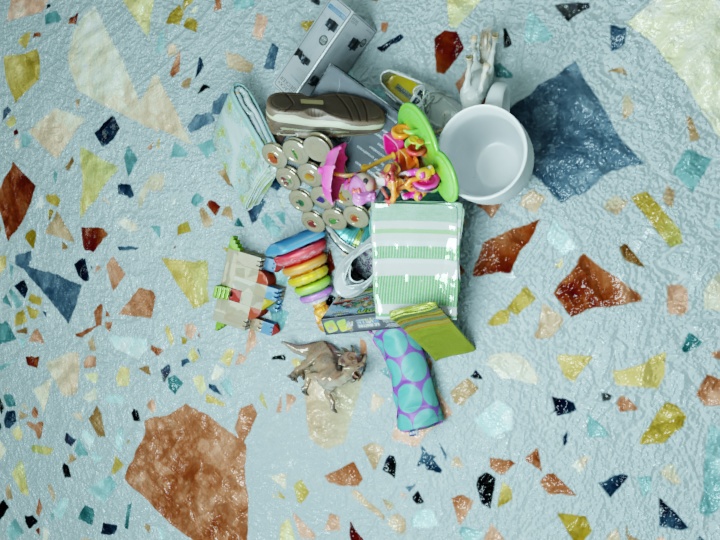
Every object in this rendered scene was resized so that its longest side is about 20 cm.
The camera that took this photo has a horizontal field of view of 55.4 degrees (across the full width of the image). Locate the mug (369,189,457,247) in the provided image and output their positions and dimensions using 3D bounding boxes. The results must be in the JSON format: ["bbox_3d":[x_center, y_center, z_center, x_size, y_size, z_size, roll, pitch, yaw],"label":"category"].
[{"bbox_3d":[0.108,-0.068,1.222,0.150,0.114,0.187,17,130,30],"label":"mug"}]

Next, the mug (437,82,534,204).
[{"bbox_3d":[0.221,-0.209,1.141,0.145,0.175,0.204,9,93,21],"label":"mug"}]

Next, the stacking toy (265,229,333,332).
[{"bbox_3d":[-0.095,0.026,1.336,0.116,0.109,0.203,-4,107,65],"label":"stacking toy"}]

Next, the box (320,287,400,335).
[{"bbox_3d":[0.036,0.068,1.261,0.197,0.110,0.035,-8,113,24],"label":"box"}]

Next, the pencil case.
[{"bbox_3d":[0.084,0.195,1.253,0.091,0.085,0.203,-16,82,9],"label":"pencil case"}]

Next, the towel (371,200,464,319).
[{"bbox_3d":[0.093,-0.014,1.130,0.150,0.023,0.203,0,109,3],"label":"towel"}]

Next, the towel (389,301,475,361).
[{"bbox_3d":[0.127,0.109,1.180,0.085,0.200,0.018,-13,57,24],"label":"towel"}]

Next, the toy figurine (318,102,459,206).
[{"bbox_3d":[0.029,-0.150,1.080,0.182,0.151,0.201,-22,49,-13],"label":"toy figurine"}]

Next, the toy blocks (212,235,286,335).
[{"bbox_3d":[-0.216,0.045,1.398,0.135,0.100,0.203,15,97,12],"label":"toy blocks"}]

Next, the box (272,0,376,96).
[{"bbox_3d":[-0.068,-0.406,1.309,0.060,0.116,0.201,43,107,18],"label":"box"}]

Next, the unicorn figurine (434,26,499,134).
[{"bbox_3d":[0.190,-0.315,1.169,0.073,0.138,0.200,30,58,20],"label":"unicorn figurine"}]

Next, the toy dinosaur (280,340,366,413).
[{"bbox_3d":[-0.063,0.178,1.328,0.200,0.086,0.136,40,95,36],"label":"toy dinosaur"}]

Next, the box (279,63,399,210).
[{"bbox_3d":[-0.023,-0.234,1.247,0.199,0.124,0.198,34,103,-7],"label":"box"}]

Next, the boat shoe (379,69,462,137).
[{"bbox_3d":[0.113,-0.307,1.241,0.202,0.086,0.075,41,106,19],"label":"boat shoe"}]

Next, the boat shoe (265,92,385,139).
[{"bbox_3d":[-0.060,-0.251,1.157,0.199,0.075,0.076,7,51,-6],"label":"boat shoe"}]

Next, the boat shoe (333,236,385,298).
[{"bbox_3d":[0.000,0.000,1.223,0.072,0.068,0.199,51,137,-2],"label":"boat shoe"}]

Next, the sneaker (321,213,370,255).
[{"bbox_3d":[0.007,-0.054,1.307,0.199,0.077,0.080,36,89,13],"label":"sneaker"}]

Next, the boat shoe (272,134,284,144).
[{"bbox_3d":[-0.108,-0.254,1.351,0.197,0.070,0.072,-13,85,24],"label":"boat shoe"}]

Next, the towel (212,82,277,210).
[{"bbox_3d":[-0.234,-0.245,1.381,0.171,0.048,0.202,-42,70,51],"label":"towel"}]

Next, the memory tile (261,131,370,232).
[{"bbox_3d":[-0.077,-0.147,1.195,0.151,0.017,0.201,-3,132,34],"label":"memory tile"}]
